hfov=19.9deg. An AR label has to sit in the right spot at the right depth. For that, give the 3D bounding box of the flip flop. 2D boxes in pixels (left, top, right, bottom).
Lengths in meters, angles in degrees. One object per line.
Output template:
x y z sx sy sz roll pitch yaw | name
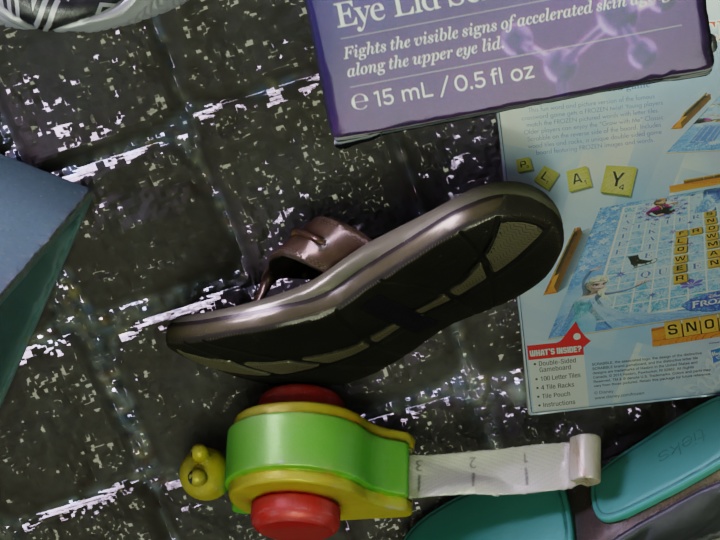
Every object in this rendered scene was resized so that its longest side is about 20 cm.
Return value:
0.000 0.000 0.908 0.199 0.058 0.081 -27 146 31 | flip flop

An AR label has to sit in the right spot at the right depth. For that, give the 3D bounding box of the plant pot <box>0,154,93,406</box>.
-0.260 0.030 0.866 0.199 0.196 0.197 28 113 -1 | plant pot

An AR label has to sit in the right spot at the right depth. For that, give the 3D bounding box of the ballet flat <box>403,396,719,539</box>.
0.114 0.122 0.958 0.199 0.073 0.073 -26 113 25 | ballet flat

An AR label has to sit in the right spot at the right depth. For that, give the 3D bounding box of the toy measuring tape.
0.007 0.085 0.933 0.198 0.074 0.074 -5 116 17 | toy measuring tape

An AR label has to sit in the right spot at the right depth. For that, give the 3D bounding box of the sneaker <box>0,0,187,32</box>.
-0.157 -0.166 0.827 0.198 0.075 0.116 7 118 1 | sneaker

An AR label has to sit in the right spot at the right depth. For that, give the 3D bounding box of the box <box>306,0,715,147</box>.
0.044 -0.164 0.779 0.147 0.104 0.202 -11 100 6 | box

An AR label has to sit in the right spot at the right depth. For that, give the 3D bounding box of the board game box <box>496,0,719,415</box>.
0.161 -0.042 0.900 0.198 0.041 0.201 -6 115 4 | board game box
